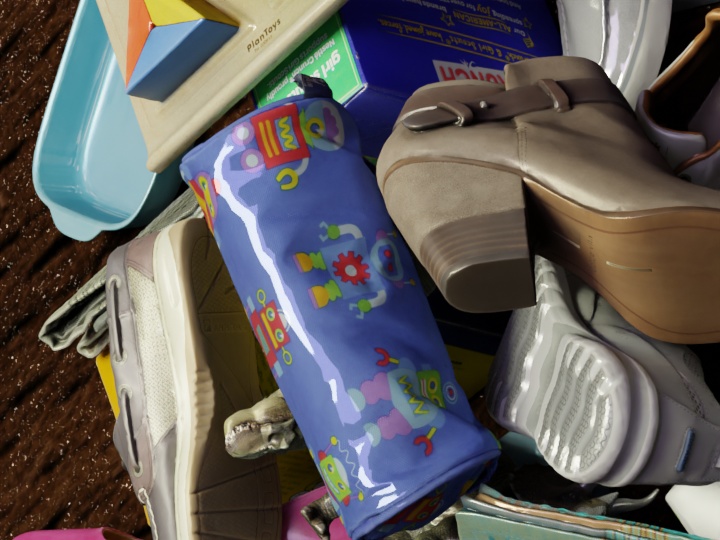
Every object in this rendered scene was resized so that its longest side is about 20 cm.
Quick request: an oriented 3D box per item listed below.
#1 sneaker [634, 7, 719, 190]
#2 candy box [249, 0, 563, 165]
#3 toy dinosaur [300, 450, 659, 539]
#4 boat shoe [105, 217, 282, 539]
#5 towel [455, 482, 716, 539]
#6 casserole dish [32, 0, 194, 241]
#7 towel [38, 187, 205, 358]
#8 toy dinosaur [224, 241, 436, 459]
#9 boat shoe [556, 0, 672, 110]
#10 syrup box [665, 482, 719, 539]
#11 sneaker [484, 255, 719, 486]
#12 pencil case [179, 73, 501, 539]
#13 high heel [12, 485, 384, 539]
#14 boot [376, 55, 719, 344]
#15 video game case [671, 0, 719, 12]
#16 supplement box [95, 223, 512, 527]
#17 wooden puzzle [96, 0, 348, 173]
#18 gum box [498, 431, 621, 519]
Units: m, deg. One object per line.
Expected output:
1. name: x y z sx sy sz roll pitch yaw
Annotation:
1. sneaker: 0.138 -0.037 1.028 0.073 0.084 0.201 38 107 40
2. candy box: 0.014 -0.137 1.110 0.077 0.169 0.201 -41 54 35
3. toy dinosaur: 0.040 0.110 1.029 0.102 0.077 0.200 -40 40 -23
4. boat shoe: -0.086 0.077 1.059 0.065 0.072 0.201 -12 82 34
5. towel: 0.141 0.166 0.920 0.199 0.022 0.147 9 129 26
6. casserole dish: -0.135 -0.113 1.338 0.121 0.039 0.201 20 93 45
7. towel: -0.069 -0.039 1.176 0.192 0.200 0.035 -37 96 29
8. toy dinosaur: 0.000 0.000 1.028 0.200 0.047 0.088 -45 69 10
9. boat shoe: 0.112 -0.169 1.079 0.072 0.068 0.201 176 101 -66
10. syrup box: 0.230 0.062 0.918 0.200 0.081 0.079 -50 50 21
11. sneaker: 0.110 0.053 0.965 0.200 0.082 0.075 -112 41 -69
12. pencil case: -0.006 0.018 0.966 0.201 0.087 0.078 65 151 13
13. high heel: -0.079 0.129 1.100 0.199 0.067 0.096 10 93 17
14. boot: 0.107 -0.040 0.941 0.147 0.199 0.071 -91 4 -52
15. video game case: 0.204 -0.235 1.059 0.142 0.019 0.201 -9 75 42
16. supplement box: -0.027 0.043 1.147 0.200 0.109 0.109 -40 55 29
17. wooden puzzle: -0.077 -0.176 1.057 0.185 0.046 0.201 -39 56 34
18. gum box: 0.057 0.196 1.075 0.200 0.044 0.170 -40 55 29
